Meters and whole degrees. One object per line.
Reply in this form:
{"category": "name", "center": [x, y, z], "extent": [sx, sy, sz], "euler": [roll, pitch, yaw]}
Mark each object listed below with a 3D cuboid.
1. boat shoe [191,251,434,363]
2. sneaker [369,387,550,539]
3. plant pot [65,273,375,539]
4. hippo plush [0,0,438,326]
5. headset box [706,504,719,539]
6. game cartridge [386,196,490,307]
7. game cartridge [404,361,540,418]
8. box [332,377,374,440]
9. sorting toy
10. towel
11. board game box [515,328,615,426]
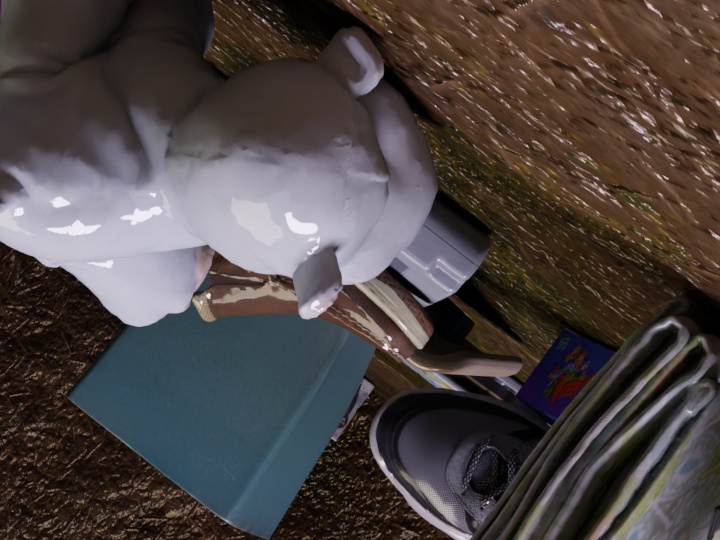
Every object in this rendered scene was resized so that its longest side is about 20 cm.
{"category": "boat shoe", "center": [-0.055, -0.002, 1.043], "extent": [0.202, 0.075, 0.075], "euler": [35, 175, 23]}
{"category": "sneaker", "center": [0.090, 0.112, 0.986], "extent": [0.199, 0.076, 0.114], "euler": [30, 173, 12]}
{"category": "plant pot", "center": [-0.069, 0.055, 1.356], "extent": [0.141, 0.201, 0.141], "euler": [36, 176, 13]}
{"category": "hippo plush", "center": [-0.057, -0.061, 0.744], "extent": [0.159, 0.161, 0.200], "euler": [0, 174, 26]}
{"category": "headset box", "center": [0.195, 0.175, 0.681], "extent": [0.092, 0.176, 0.199], "euler": [-20, -138, -39]}
{"category": "game cartridge", "center": [-0.004, -0.035, 1.009], "extent": [0.133, 0.042, 0.200], "euler": [41, 175, -1]}
{"category": "game cartridge", "center": [0.095, 0.092, 1.544], "extent": [0.199, 0.041, 0.133], "euler": [36, 179, 14]}
{"category": "box", "center": [-0.094, 0.169, 3.221], "extent": [0.132, 0.115, 0.200], "euler": [40, 175, -35]}
{"category": "sorting toy", "center": [0.000, 0.000, 1.190], "extent": [0.199, 0.037, 0.185], "euler": [34, -174, 15]}
{"category": "towel", "center": [0.100, 0.108, 0.794], "extent": [0.048, 0.172, 0.200], "euler": [35, 176, 26]}
{"category": "board game box", "center": [0.187, 0.117, 1.018], "extent": [0.200, 0.045, 0.134], "euler": [39, 175, -25]}
